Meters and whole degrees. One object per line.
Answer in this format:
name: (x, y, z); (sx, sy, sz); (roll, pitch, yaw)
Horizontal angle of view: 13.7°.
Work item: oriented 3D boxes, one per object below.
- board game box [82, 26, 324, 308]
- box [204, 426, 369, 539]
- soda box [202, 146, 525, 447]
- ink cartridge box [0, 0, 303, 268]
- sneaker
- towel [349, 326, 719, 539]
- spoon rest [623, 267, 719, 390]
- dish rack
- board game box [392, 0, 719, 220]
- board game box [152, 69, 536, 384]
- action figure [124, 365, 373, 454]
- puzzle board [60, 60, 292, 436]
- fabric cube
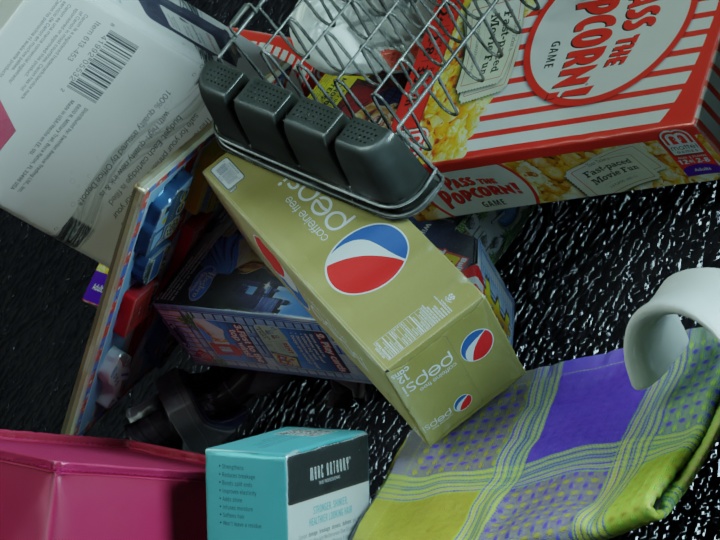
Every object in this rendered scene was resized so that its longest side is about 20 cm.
board game box: (-0.083, -0.050, 1.870); (0.151, 0.046, 0.200); (15, 78, 59)
box: (-0.034, 0.181, 1.475); (0.049, 0.082, 0.200); (2, 96, 29)
soda box: (0.000, 0.000, 1.535); (0.064, 0.068, 0.200); (-37, 45, -6)
ink cartridge box: (-0.149, -0.094, 1.763); (0.145, 0.200, 0.084); (-49, 30, 19)
sneaker: (0.033, -0.154, 1.692); (0.200, 0.077, 0.082); (-27, 2, -33)
towel: (0.088, 0.088, 1.445); (0.200, 0.023, 0.144); (-13, 31, 41)
spoon rest: (0.193, 0.037, 1.331); (0.200, 0.061, 0.099); (10, 48, 48)
dish rack: (0.019, -0.134, 1.547); (0.153, 0.055, 0.200); (24, 70, 39)
board game box: (0.118, -0.108, 1.540); (0.200, 0.046, 0.152); (-8, 50, 38)
board game box: (0.024, -0.014, 1.626); (0.200, 0.062, 0.200); (21, 65, 38)
action figure: (-0.045, 0.042, 1.717); (0.200, 0.069, 0.130); (-39, 28, 9)
puzzle board: (-0.099, -0.008, 1.668); (0.151, 0.017, 0.200); (-43, -19, -45)
fabric cube: (-0.151, 0.190, 1.552); (0.200, 0.196, 0.200); (6, 90, 49)
